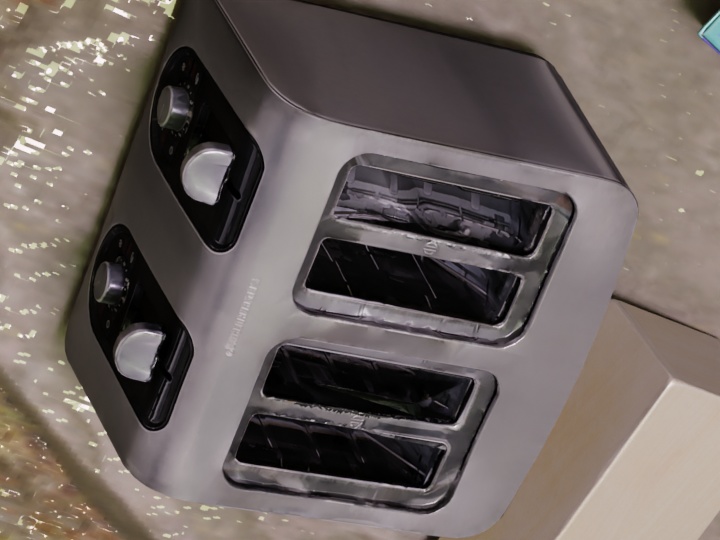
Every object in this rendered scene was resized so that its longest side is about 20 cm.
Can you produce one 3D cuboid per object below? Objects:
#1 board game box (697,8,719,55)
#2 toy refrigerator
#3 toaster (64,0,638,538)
[{"bbox_3d":[0.260,-0.085,1.083,0.200,0.045,0.152,44,104,1],"label":"board game box"},{"bbox_3d":[0.095,0.115,1.206,0.076,0.070,0.201,19,114,-36],"label":"toy refrigerator"},{"bbox_3d":[0.000,0.000,1.066,0.199,0.119,0.182,11,118,-25],"label":"toaster"}]
